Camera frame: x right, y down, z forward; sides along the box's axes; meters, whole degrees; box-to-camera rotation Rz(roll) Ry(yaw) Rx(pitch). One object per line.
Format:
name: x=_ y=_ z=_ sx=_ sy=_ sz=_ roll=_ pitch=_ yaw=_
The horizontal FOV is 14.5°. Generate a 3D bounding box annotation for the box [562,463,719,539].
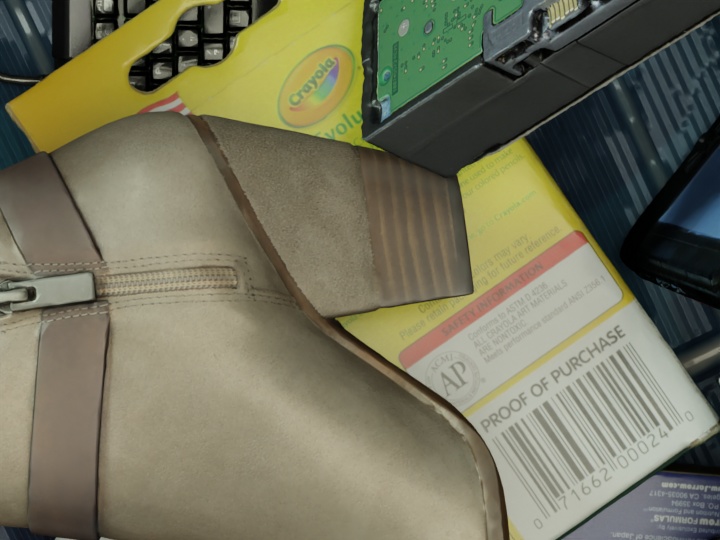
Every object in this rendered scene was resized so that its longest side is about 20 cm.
box: x=0.057 y=0.159 z=0.898 sx=0.121 sy=0.032 sz=0.201 roll=5 pitch=92 yaw=-4

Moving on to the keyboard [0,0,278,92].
keyboard: x=-0.082 y=-0.059 z=0.879 sx=0.126 sy=0.021 sz=0.201 roll=0 pitch=93 yaw=-4

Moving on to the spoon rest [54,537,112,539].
spoon rest: x=-0.115 y=0.150 z=0.875 sx=0.099 sy=0.061 sz=0.200 roll=31 pitch=104 yaw=-4

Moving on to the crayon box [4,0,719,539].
crayon box: x=0.000 y=0.000 z=0.853 sx=0.127 sy=0.051 sz=0.200 roll=-34 pitch=89 yaw=-6

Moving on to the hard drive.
hard drive: x=0.057 y=-0.141 z=0.785 sx=0.038 sy=0.140 sz=0.201 roll=23 pitch=53 yaw=-32

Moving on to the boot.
boot: x=-0.036 y=0.053 z=0.787 sx=0.146 sy=0.070 sz=0.201 roll=-7 pitch=79 yaw=-5

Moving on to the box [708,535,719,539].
box: x=0.105 y=0.191 z=0.866 sx=0.136 sy=0.040 sz=0.201 roll=-19 pitch=99 yaw=-15

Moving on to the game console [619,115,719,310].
game console: x=0.108 y=-0.090 z=0.800 sx=0.119 sy=0.200 sz=0.173 roll=39 pitch=90 yaw=-6
